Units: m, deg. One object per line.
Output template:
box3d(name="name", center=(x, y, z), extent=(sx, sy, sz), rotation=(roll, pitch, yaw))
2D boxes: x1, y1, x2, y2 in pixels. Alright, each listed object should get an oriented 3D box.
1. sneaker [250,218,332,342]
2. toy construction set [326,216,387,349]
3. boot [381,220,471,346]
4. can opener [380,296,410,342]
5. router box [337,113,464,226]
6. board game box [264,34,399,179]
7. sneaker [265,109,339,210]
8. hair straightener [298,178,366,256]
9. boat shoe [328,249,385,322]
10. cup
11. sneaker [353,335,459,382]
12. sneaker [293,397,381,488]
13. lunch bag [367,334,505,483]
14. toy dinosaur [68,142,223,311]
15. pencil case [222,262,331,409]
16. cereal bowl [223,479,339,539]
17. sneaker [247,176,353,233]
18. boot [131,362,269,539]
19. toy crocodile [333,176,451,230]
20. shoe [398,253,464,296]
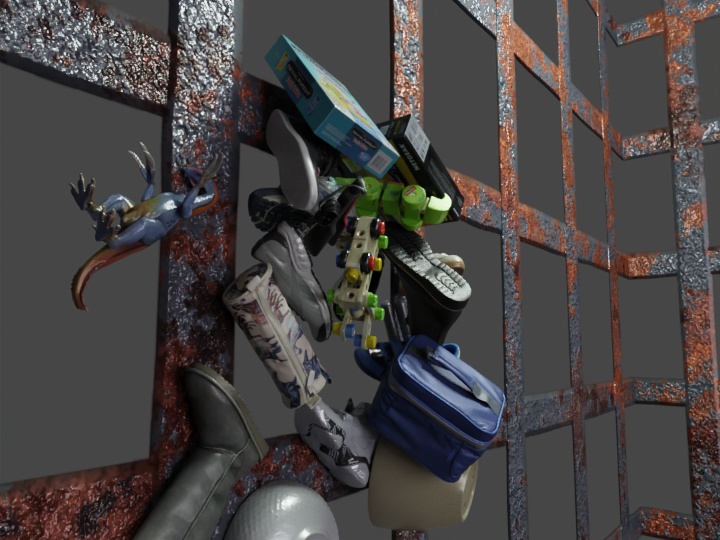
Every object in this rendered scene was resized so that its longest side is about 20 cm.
box3d(name="sneaker", center=(-0.096, 0.025, 0.860), extent=(0.078, 0.074, 0.204), rotation=(-27, 124, -9))
box3d(name="toy construction set", center=(0.000, 0.000, 0.879), extent=(0.133, 0.089, 0.205), rotation=(76, 10, -51))
box3d(name="boot", center=(0.078, 0.030, 0.970), extent=(0.076, 0.201, 0.141), rotation=(-17, 142, -32))
box3d(name="can opener", center=(0.081, 0.145, 1.098), extent=(0.067, 0.052, 0.206), rotation=(-75, 151, -76))
box3d(name="router box", center=(0.064, -0.156, 1.008), extent=(0.200, 0.154, 0.053), rotation=(48, 51, -37))
box3d(name="board game box", center=(-0.042, -0.238, 0.870), extent=(0.149, 0.047, 0.202), rotation=(25, 27, -49))
box3d(name="sneaker", center=(-0.063, -0.149, 0.824), extent=(0.097, 0.072, 0.203), rotation=(10, 37, -31))
box3d(name="hair straightener", center=(-0.041, -0.064, 0.796), extent=(0.076, 0.200, 0.042), rotation=(-34, 88, -28))
box3d(name="boat shoe", center=(0.010, -0.002, 0.997), extent=(0.072, 0.059, 0.205), rotation=(49, 50, -37))
box3d(name="cup", center=(0.113, 0.337, 0.983), extent=(0.199, 0.139, 0.207), rotation=(10, 90, -67))
box3d(name="sneaker", center=(0.082, 0.144, 1.011), extent=(0.194, 0.084, 0.075), rotation=(11, 35, -23))
box3d(name="sneaker", center=(-0.027, 0.230, 0.914), extent=(0.116, 0.073, 0.203), rotation=(-60, 135, -38))
box3d(name="lunch bag", center=(0.113, 0.191, 0.899), extent=(0.197, 0.134, 0.136), rotation=(34, 26, 7))
box3d(name="toy dinosaur", center=(-0.241, -0.070, 0.693), extent=(0.204, 0.104, 0.180), rotation=(-60, 158, 14))
box3d(name="pencil case", center=(-0.111, 0.089, 0.802), extent=(0.077, 0.088, 0.204), rotation=(-38, 117, -27))
box3d(name="cereal bowl", center=(-0.091, 0.392, 0.802), extent=(0.198, 0.081, 0.207), rotation=(8, 80, -53))
box3d(name="sneaker", center=(-0.095, -0.106, 0.878), extent=(0.198, 0.076, 0.089), rotation=(0, 68, -55))
box3d(name="boot", center=(-0.203, 0.239, 0.694), extent=(0.201, 0.071, 0.185), rotation=(-48, 121, -36))
box3d(name="toy crocodile", center=(0.048, -0.116, 0.961), extent=(0.068, 0.194, 0.063), rotation=(87, 19, -54))
box3d(name="shoe", center=(0.115, 0.000, 1.044), extent=(0.068, 0.199, 0.055), rotation=(-4, 78, -23))
